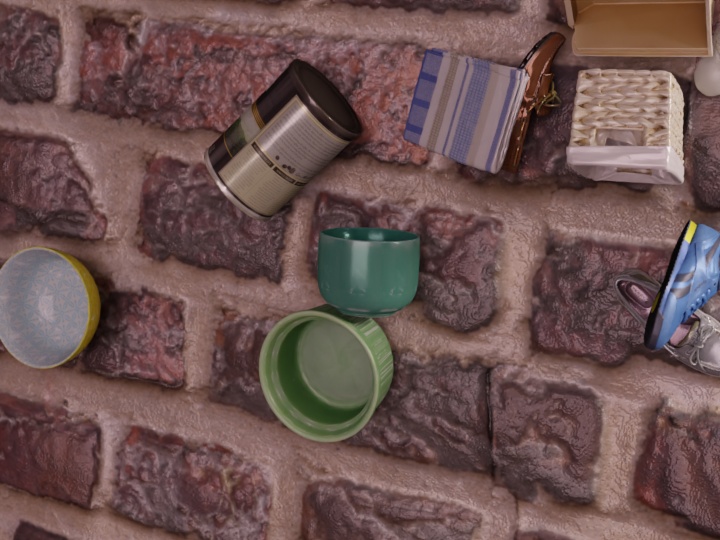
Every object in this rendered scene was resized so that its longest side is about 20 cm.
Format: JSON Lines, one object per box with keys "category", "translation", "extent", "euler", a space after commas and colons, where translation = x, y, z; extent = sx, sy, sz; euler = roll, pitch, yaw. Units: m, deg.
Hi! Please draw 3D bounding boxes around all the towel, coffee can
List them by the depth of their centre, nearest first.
{"category": "towel", "translation": [0.147, -0.232, 1.561], "extent": [0.199, 0.024, 0.149], "euler": [27, 105, 45]}
{"category": "coffee can", "translation": [-0.117, -0.194, 1.644], "extent": [0.200, 0.146, 0.147], "euler": [-41, 79, 19]}

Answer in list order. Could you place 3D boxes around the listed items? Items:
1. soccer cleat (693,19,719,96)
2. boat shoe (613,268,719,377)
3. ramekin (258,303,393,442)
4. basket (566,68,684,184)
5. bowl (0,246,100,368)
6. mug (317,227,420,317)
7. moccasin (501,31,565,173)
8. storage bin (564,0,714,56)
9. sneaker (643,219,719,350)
{"category": "soccer cleat", "translation": [0.497, -0.321, 1.418], "extent": [0.070, 0.086, 0.202], "euler": [36, 106, 15]}
{"category": "boat shoe", "translation": [0.427, 0.073, 1.486], "extent": [0.202, 0.065, 0.075], "euler": [43, 107, 14]}
{"category": "ramekin", "translation": [-0.046, 0.147, 1.653], "extent": [0.197, 0.097, 0.204], "euler": [6, 105, 23]}
{"category": "basket", "translation": [0.353, -0.185, 1.429], "extent": [0.133, 0.199, 0.126], "euler": [5, 91, 21]}
{"category": "bowl", "translation": [-0.508, 0.058, 1.840], "extent": [0.197, 0.107, 0.204], "euler": [2, 94, 22]}
{"category": "mug", "translation": [0.010, 0.001, 1.618], "extent": [0.149, 0.185, 0.117], "euler": [2, 99, -2]}
{"category": "moccasin", "translation": [0.240, -0.235, 1.537], "extent": [0.077, 0.074, 0.204], "euler": [25, 100, 6]}
{"category": "storage bin", "translation": [0.350, -0.378, 1.396], "extent": [0.195, 0.201, 0.095], "euler": [4, 59, 22]}
{"category": "sneaker", "translation": [0.434, 0.026, 1.436], "extent": [0.078, 0.066, 0.202], "euler": [27, 64, 7]}
